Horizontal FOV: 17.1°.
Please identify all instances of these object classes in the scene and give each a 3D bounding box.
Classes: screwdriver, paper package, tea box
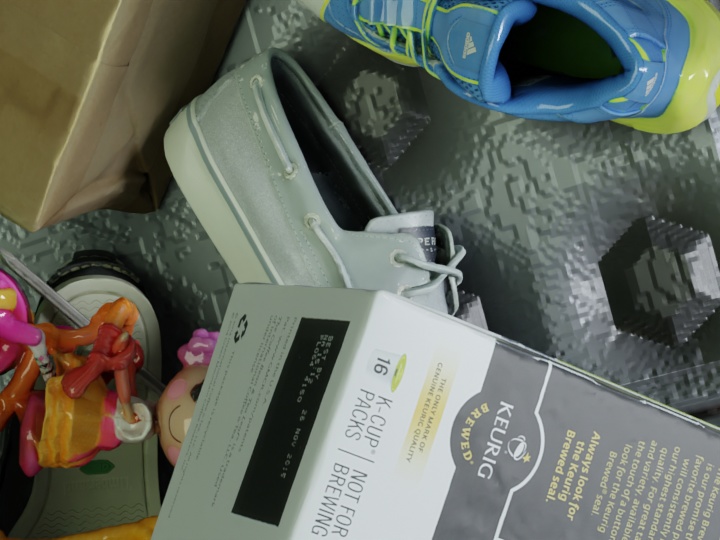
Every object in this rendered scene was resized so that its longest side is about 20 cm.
[{"bbox_3d":[-0.073,0.060,0.966,0.200,0.028,0.029,36,83,-9],"label":"screwdriver"},{"bbox_3d":[-0.150,-0.142,0.978,0.199,0.103,0.192,30,108,18],"label":"paper package"},{"bbox_3d":[0.030,0.129,0.828,0.196,0.133,0.201,23,82,-21],"label":"tea box"}]

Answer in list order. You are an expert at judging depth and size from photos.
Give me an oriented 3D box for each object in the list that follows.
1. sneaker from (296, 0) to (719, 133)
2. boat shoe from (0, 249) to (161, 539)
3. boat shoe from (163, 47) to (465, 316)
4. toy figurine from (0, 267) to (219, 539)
[{"bbox_3d":[0.039,-0.105,0.892,0.199,0.105,0.076,18,103,22],"label":"sneaker"},{"bbox_3d":[-0.122,0.091,1.019,0.071,0.068,0.201,4,105,-18],"label":"boat shoe"},{"bbox_3d":[0.000,0.000,0.941,0.071,0.070,0.201,-42,75,26],"label":"boat shoe"},{"bbox_3d":[-0.095,0.075,0.920,0.183,0.150,0.202,2,84,-4],"label":"toy figurine"}]
